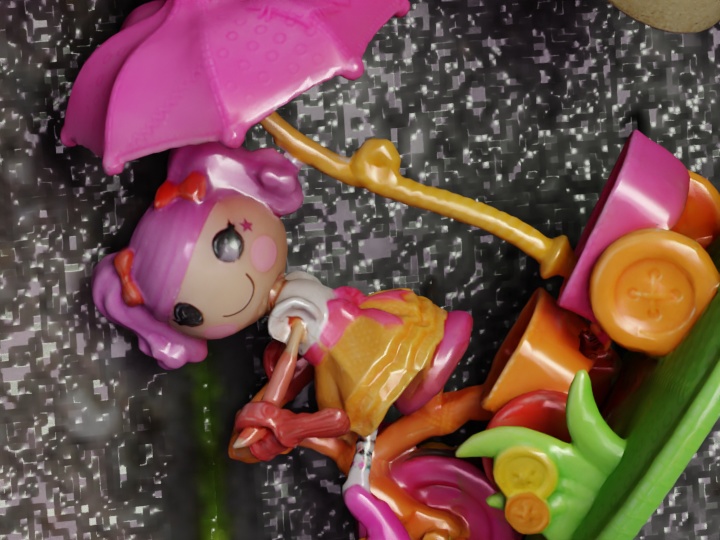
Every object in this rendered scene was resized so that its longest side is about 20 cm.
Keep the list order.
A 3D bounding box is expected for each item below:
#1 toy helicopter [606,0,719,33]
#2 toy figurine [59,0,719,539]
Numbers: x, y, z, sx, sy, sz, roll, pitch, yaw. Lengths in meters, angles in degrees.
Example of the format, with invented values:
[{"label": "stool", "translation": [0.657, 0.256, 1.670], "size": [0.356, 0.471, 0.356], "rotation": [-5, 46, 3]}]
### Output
[{"label": "toy helicopter", "translation": [0.011, -0.119, 0.750], "size": [0.199, 0.133, 0.079], "rotation": [22, 132, -12]}, {"label": "toy figurine", "translation": [0.000, 0.000, 0.780], "size": [0.184, 0.150, 0.200], "rotation": [31, 112, -2]}]
